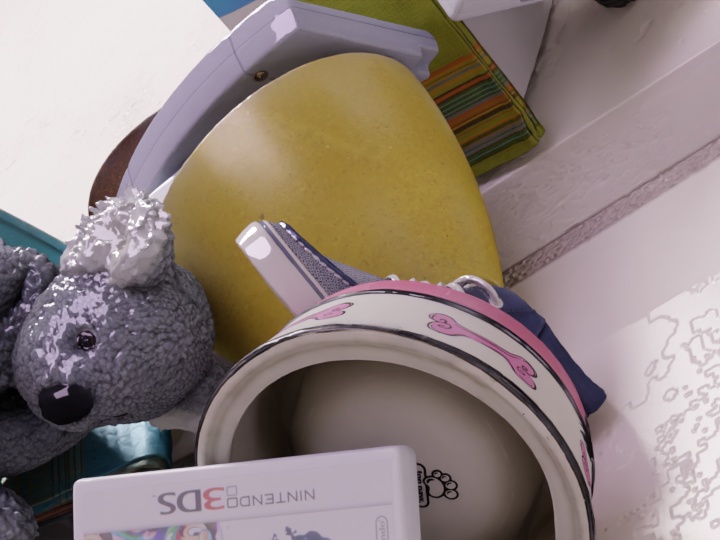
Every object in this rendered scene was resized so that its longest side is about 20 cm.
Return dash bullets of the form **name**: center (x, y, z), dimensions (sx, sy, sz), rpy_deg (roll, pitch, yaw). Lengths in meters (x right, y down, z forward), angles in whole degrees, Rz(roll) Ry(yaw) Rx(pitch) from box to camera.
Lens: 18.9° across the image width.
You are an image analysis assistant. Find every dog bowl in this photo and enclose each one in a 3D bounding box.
- **dog bowl**: center (0.024, 0.092, 1.051), dimensions (0.199, 0.201, 0.074), rpy_deg (-24, 20, 32)

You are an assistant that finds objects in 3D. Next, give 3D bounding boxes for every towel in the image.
- **towel**: center (-0.183, 0.087, 1.314), dimensions (0.146, 0.022, 0.201), rpy_deg (-22, 32, 7)
- **towel**: center (0.024, -0.139, 1.337), dimensions (0.086, 0.200, 0.018), rpy_deg (-29, 18, 34)

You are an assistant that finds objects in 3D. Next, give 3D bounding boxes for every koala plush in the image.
- **koala plush**: center (-0.163, 0.042, 1.190), dimensions (0.199, 0.178, 0.184), rpy_deg (-16, 23, 24)

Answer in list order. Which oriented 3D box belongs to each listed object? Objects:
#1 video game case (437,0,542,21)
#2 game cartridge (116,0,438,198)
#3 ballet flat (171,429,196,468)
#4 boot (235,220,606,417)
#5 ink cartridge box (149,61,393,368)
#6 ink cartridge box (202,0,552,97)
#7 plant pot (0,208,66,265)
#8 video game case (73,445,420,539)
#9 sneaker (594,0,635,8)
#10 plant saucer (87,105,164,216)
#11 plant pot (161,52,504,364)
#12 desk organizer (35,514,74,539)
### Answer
- **video game case**: center (0.082, -0.245, 1.326), dimensions (0.201, 0.181, 0.022), rpy_deg (57, 146, 26)
- **game cartridge**: center (-0.058, -0.081, 1.291), dimensions (0.200, 0.133, 0.041), rpy_deg (-48, 55, 33)
- **ballet flat**: center (-0.140, 0.106, 1.333), dimensions (0.199, 0.064, 0.068), rpy_deg (0, 40, 39)
- **boot**: center (0.032, 0.027, 1.118), dimensions (0.090, 0.200, 0.073), rpy_deg (-45, 10, -1)
- **ink cartridge box**: center (-0.046, -0.033, 1.313), dimensions (0.200, 0.161, 0.050), rpy_deg (-42, 58, -6)
- **ink cartridge box**: center (0.010, -0.198, 1.432), dimensions (0.146, 0.200, 0.147), rpy_deg (-21, 34, 35)
- **plant pot**: center (-0.326, 0.035, 1.591), dimensions (0.200, 0.199, 0.189), rpy_deg (14, 77, 57)
- **video game case**: center (-0.053, 0.190, 1.009), dimensions (0.181, 0.024, 0.202), rpy_deg (-8, 78, 26)
- **sneaker**: center (0.182, -0.261, 1.426), dimensions (0.093, 0.070, 0.200), rpy_deg (19, 70, 52)
- **plant saucer**: center (-0.076, -0.052, 1.390), dimensions (0.200, 0.200, 0.035), rpy_deg (-34, 60, 18)
- **plant pot**: center (0.000, 0.000, 1.226), dimensions (0.200, 0.200, 0.142), rpy_deg (-44, 57, 1)
- **desk organizer**: center (-0.164, 0.182, 1.282), dimensions (0.199, 0.077, 0.072), rpy_deg (19, 87, 48)
